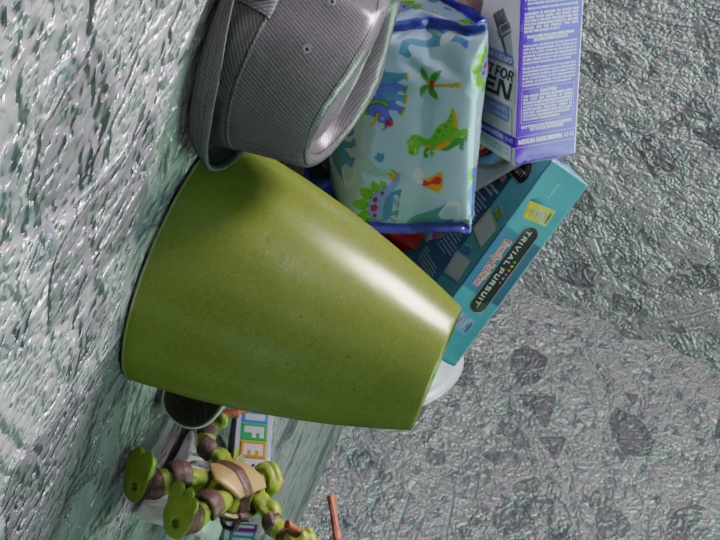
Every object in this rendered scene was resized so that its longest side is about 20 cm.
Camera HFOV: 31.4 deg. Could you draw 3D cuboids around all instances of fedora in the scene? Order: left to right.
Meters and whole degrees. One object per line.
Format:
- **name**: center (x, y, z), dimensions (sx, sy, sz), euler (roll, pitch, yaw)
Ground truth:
- **fedora**: center (-0.031, -0.146, 0.813), dimensions (0.177, 0.089, 0.202), euler (97, 17, -66)

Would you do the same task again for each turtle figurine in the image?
- **turtle figurine**: center (-0.117, 0.170, 1.042), dimensions (0.160, 0.200, 0.065), euler (6, 127, -54)

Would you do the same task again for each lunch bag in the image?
- **lunch bag**: center (0.021, -0.137, 1.032), dimensions (0.200, 0.126, 0.172), euler (-114, -153, -67)

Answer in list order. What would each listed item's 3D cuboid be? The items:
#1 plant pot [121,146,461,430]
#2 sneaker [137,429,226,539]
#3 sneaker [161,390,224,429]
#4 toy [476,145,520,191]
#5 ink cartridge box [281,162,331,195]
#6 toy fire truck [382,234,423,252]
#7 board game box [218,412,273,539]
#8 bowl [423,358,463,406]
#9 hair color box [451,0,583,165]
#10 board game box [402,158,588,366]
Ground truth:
- **plant pot**: center (-0.036, 0.029, 0.901), dimensions (0.187, 0.198, 0.189), euler (23, 90, -85)
- **sneaker**: center (-0.150, 0.184, 1.148), dimensions (0.200, 0.074, 0.090), euler (171, -63, -85)
- **sneaker**: center (-0.087, 0.036, 1.042), dimensions (0.200, 0.073, 0.085), euler (-47, -177, 5)
- **toy**: center (0.103, -0.135, 1.148), dimensions (0.200, 0.047, 0.117), euler (-33, -127, 51)
- **ink cartridge box**: center (-0.058, -0.060, 1.137), dimensions (0.094, 0.044, 0.201), euler (107, 7, -53)
- **toy fire truck**: center (0.000, 0.000, 1.222), dimensions (0.142, 0.048, 0.199), euler (-63, -155, -7)
- **board game box**: center (-0.109, 0.195, 1.211), dimensions (0.201, 0.034, 0.136), euler (105, -12, -55)
- **bowl**: center (0.008, 0.053, 1.307), dimensions (0.202, 0.199, 0.091), euler (-60, 154, -53)
- **hair color box**: center (0.120, -0.196, 0.996), dimensions (0.109, 0.064, 0.202), euler (-139, -136, -57)
- **board game box**: center (0.106, -0.034, 1.172), dimensions (0.201, 0.047, 0.151), euler (-54, -155, 13)
